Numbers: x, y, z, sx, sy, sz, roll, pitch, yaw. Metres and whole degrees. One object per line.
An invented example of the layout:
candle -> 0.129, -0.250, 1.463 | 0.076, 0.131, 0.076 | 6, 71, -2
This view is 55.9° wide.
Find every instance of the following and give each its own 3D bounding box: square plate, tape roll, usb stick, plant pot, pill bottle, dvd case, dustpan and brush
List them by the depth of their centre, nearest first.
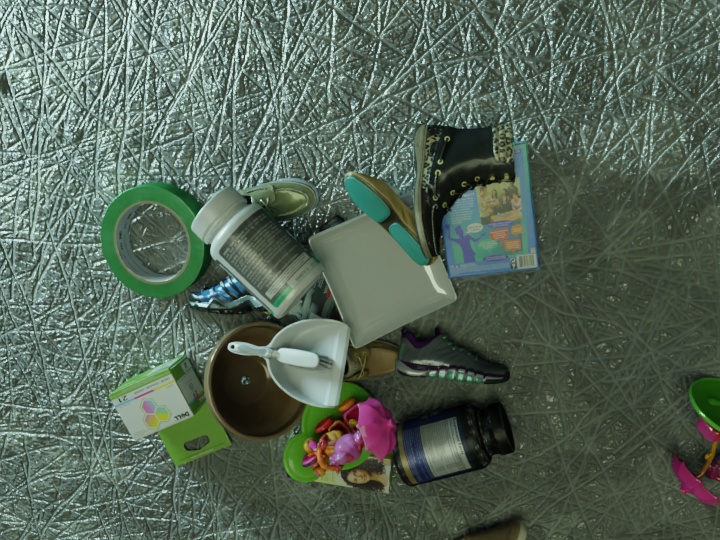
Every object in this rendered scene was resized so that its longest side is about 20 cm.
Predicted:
pill bottle -> -0.163, -0.031, 1.071 | 0.200, 0.113, 0.113 | 43, 109, 1
dustpan and brush -> -0.125, 0.141, 1.118 | 0.197, 0.057, 0.142 | 5, 80, 25
square plate -> 0.038, -0.002, 1.130 | 0.196, 0.028, 0.202 | -24, 100, -7
usb stick -> 0.000, 0.000, 1.164 | 0.055, 0.033, 0.201 | -30, 97, 25
pill bottle -> 0.160, 0.296, 1.175 | 0.198, 0.112, 0.113 | -19, 101, 15
dvd case -> -0.133, 0.016, 1.186 | 0.198, 0.022, 0.148 | 26, 109, 15
plant pot -> -0.190, 0.196, 1.203 | 0.092, 0.200, 0.202 | -16, 106, 57
tape roll -> -0.363, -0.054, 1.214 | 0.197, 0.048, 0.203 | 3, 106, 11

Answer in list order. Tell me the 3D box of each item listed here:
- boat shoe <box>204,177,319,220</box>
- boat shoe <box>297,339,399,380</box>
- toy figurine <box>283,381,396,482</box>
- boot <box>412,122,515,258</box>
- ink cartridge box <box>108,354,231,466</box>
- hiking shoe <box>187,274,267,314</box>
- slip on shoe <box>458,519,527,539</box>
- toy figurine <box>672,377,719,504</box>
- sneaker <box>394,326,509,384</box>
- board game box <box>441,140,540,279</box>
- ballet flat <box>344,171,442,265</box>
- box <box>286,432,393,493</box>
boat shoe -> -0.167, -0.109, 1.145 | 0.197, 0.062, 0.073 | -8, 112, 7
boat shoe -> -0.020, 0.162, 1.179 | 0.197, 0.066, 0.075 | -2, 102, -5
toy figurine -> -0.022, 0.274, 1.116 | 0.199, 0.184, 0.151 | -36, 94, -22
boot -> 0.156, -0.124, 1.018 | 0.151, 0.073, 0.207 | -2, 85, 12
ink cartridge box -> -0.358, 0.284, 1.293 | 0.146, 0.076, 0.202 | -24, 98, 17
hiking shoe -> -0.208, 0.030, 1.178 | 0.197, 0.074, 0.088 | -4, 82, 18
slip on shoe -> 0.214, 0.511, 1.246 | 0.061, 0.076, 0.200 | 45, 116, -10
toy figurine -> 0.594, 0.293, 1.101 | 0.197, 0.151, 0.186 | 2, 122, -15
sneaker -> 0.159, 0.144, 1.157 | 0.197, 0.074, 0.089 | 6, 84, -1
board game box -> 0.203, -0.096, 1.091 | 0.150, 0.045, 0.203 | -6, 104, 13
ballet flat -> 0.055, -0.093, 1.088 | 0.200, 0.063, 0.068 | 47, 148, -12
box -> -0.038, 0.356, 1.264 | 0.197, 0.050, 0.076 | 5, 106, 10
